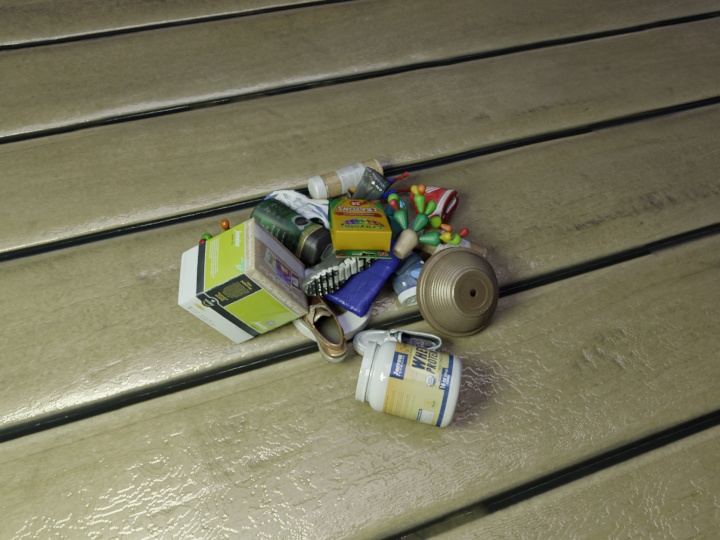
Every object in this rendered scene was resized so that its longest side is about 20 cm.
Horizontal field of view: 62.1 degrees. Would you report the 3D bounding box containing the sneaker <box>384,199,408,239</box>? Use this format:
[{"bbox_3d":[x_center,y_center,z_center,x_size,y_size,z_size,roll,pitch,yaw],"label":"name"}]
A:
[{"bbox_3d":[0.069,-0.111,1.500,0.076,0.080,0.201,22,55,12],"label":"sneaker"}]

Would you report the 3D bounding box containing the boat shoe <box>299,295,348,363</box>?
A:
[{"bbox_3d":[-0.083,0.102,1.291,0.075,0.072,0.201,-25,59,-21],"label":"boat shoe"}]

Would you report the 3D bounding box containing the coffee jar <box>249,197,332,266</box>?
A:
[{"bbox_3d":[-0.164,-0.092,1.441,0.198,0.086,0.104,30,33,17],"label":"coffee jar"}]

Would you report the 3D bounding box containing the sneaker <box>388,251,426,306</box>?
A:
[{"bbox_3d":[0.159,-0.007,1.428,0.197,0.081,0.148,-16,60,-8],"label":"sneaker"}]

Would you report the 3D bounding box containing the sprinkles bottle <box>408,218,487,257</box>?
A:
[{"bbox_3d":[0.205,-0.058,1.445,0.197,0.068,0.069,22,53,-9],"label":"sprinkles bottle"}]

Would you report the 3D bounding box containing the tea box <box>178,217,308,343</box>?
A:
[{"bbox_3d":[-0.242,0.028,1.259,0.194,0.200,0.135,-22,51,18],"label":"tea box"}]

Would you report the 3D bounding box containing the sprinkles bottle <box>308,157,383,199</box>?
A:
[{"bbox_3d":[-0.038,-0.239,1.584,0.197,0.069,0.069,-21,57,-18],"label":"sprinkles bottle"}]

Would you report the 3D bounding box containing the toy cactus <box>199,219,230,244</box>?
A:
[{"bbox_3d":[-0.303,-0.024,1.403,0.197,0.103,0.167,25,65,4],"label":"toy cactus"}]

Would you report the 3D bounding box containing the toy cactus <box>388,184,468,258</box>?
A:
[{"bbox_3d":[0.133,-0.098,1.350,0.199,0.102,0.166,37,67,3],"label":"toy cactus"}]

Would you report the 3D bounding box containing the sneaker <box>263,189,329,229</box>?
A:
[{"bbox_3d":[-0.155,-0.144,1.512,0.196,0.076,0.089,10,54,4],"label":"sneaker"}]

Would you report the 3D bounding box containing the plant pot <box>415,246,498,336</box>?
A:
[{"bbox_3d":[0.229,0.048,1.323,0.197,0.093,0.205,0,90,-15],"label":"plant pot"}]

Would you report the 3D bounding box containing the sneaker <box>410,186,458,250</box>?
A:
[{"bbox_3d":[0.159,-0.139,1.550,0.115,0.079,0.200,22,59,41],"label":"sneaker"}]

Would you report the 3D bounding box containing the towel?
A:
[{"bbox_3d":[0.000,0.000,1.372,0.146,0.050,0.201,27,69,22],"label":"towel"}]

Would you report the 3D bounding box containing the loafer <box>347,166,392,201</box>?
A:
[{"bbox_3d":[-0.003,-0.177,1.473,0.072,0.200,0.073,44,40,-2],"label":"loafer"}]

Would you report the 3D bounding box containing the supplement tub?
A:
[{"bbox_3d":[0.097,0.225,1.214,0.196,0.145,0.146,13,53,5],"label":"supplement tub"}]

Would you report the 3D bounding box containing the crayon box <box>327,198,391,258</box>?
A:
[{"bbox_3d":[-0.003,-0.096,1.329,0.124,0.052,0.201,0,32,-10],"label":"crayon box"}]

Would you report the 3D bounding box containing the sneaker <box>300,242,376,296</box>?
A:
[{"bbox_3d":[-0.059,-0.014,1.316,0.199,0.067,0.090,-32,51,-26],"label":"sneaker"}]

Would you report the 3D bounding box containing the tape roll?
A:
[{"bbox_3d":[-0.068,0.072,1.382,0.199,0.037,0.206,2,54,-3],"label":"tape roll"}]

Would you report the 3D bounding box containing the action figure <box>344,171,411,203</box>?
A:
[{"bbox_3d":[0.053,-0.205,1.544,0.197,0.099,0.066,-20,99,-20],"label":"action figure"}]

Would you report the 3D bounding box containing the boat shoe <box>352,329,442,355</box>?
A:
[{"bbox_3d":[0.082,0.159,1.309,0.196,0.069,0.073,12,53,5],"label":"boat shoe"}]
